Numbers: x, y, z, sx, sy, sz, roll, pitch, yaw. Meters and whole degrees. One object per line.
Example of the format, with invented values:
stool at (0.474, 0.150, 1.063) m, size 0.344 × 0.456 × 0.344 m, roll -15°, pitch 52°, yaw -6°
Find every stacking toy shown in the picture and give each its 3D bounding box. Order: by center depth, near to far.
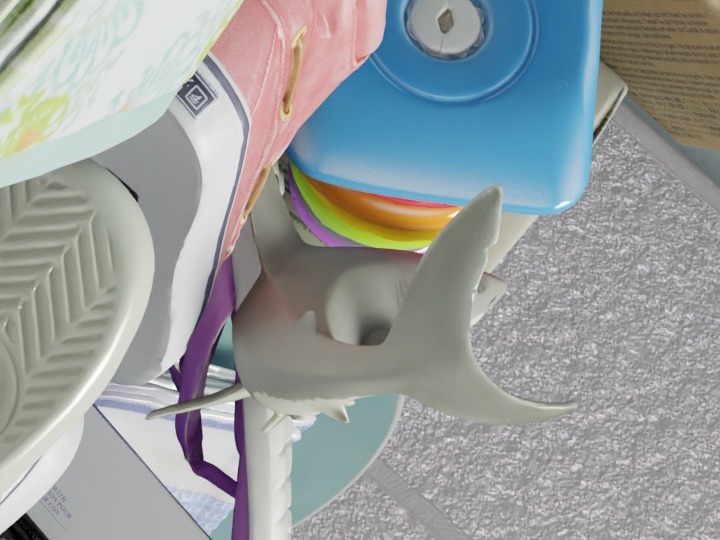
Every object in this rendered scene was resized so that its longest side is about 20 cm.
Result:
stacking toy at (0.013, -0.044, 1.012) m, size 0.200 × 0.109 × 0.117 m, roll 110°, pitch -13°, yaw -66°

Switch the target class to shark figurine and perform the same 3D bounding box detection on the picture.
shark figurine at (-0.012, 0.004, 0.865) m, size 0.127 × 0.090 × 0.214 m, roll -11°, pitch -176°, yaw -1°

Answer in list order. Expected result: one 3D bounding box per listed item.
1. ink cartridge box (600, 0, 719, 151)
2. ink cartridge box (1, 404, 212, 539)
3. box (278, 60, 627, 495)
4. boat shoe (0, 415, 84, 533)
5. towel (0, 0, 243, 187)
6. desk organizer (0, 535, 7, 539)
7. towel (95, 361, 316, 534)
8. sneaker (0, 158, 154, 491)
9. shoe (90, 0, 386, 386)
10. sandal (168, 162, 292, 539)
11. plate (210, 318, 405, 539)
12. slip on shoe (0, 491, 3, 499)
ink cartridge box at (0.126, -0.121, 1.084) m, size 0.075 × 0.165 × 0.200 m, roll -48°, pitch -164°, yaw -6°
ink cartridge box at (-0.076, 0.102, 0.952) m, size 0.044 × 0.200 × 0.094 m, roll -40°, pitch 177°, yaw -15°
box at (-0.005, -0.030, 1.167) m, size 0.200 × 0.128 × 0.109 m, roll -50°, pitch 180°, yaw 33°
boat shoe at (-0.169, 0.090, 0.856) m, size 0.200 × 0.071 × 0.070 m, roll -45°, pitch 150°, yaw -7°
towel at (-0.031, -0.090, 0.549) m, size 0.171 × 0.048 × 0.200 m, roll -49°, pitch 179°, yaw 18°
desk organizer at (-0.129, 0.147, 0.972) m, size 0.072 × 0.077 × 0.200 m, roll -62°, pitch 151°, yaw -19°
towel at (-0.125, 0.098, 1.100) m, size 0.200 × 0.146 × 0.024 m, roll -48°, pitch -136°, yaw 33°
sneaker at (-0.126, 0.043, 0.668) m, size 0.200 × 0.075 × 0.085 m, roll -40°, pitch 178°, yaw 8°
shoe at (-0.048, -0.038, 0.840) m, size 0.091 × 0.071 × 0.200 m, roll -45°, pitch 173°, yaw -26°
sandal at (-0.049, 0.019, 0.993) m, size 0.082 × 0.049 × 0.204 m, roll 77°, pitch 11°, yaw -79°
plate at (-0.080, 0.056, 1.107) m, size 0.199 × 0.026 × 0.201 m, roll -12°, pitch 142°, yaw -10°
slip on shoe at (-0.165, 0.092, 0.762) m, size 0.200 × 0.074 × 0.061 m, roll -45°, pitch 177°, yaw 19°
